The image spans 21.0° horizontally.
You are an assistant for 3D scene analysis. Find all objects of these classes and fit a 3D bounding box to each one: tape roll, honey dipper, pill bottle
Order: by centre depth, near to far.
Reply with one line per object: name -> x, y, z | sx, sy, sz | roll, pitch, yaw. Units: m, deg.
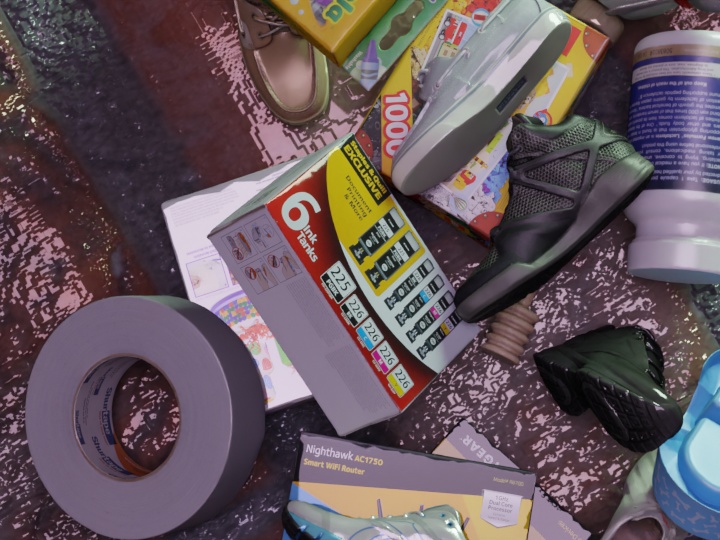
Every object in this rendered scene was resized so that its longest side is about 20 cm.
tape roll -> -0.182, 0.122, 1.631 | 0.199, 0.066, 0.202 | 0, 90, 23
pill bottle -> 0.281, -0.093, 1.645 | 0.115, 0.116, 0.202 | 6, 82, 3
honey dipper -> 0.160, -0.016, 1.682 | 0.038, 0.038, 0.201 | 23, 82, 5

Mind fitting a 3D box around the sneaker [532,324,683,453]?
sneaker -> 0.216, 0.084, 1.593 | 0.090, 0.200, 0.076 | -32, 112, -11

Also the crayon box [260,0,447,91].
crayon box -> -0.029, -0.266, 1.646 | 0.200, 0.052, 0.126 | 41, 88, 11

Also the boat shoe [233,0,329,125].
boat shoe -> -0.080, -0.226, 1.705 | 0.071, 0.065, 0.202 | -19, 82, 0

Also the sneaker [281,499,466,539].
sneaker -> 0.035, 0.218, 1.540 | 0.199, 0.075, 0.087 | 24, 70, 6

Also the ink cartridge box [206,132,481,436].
ink cartridge box -> 0.000, 0.000, 1.597 | 0.201, 0.084, 0.176 | 56, 46, -9

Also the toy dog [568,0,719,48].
toy dog -> 0.235, -0.256, 1.635 | 0.096, 0.199, 0.133 | 34, 59, -24

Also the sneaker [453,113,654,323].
sneaker -> 0.134, -0.051, 1.595 | 0.199, 0.076, 0.114 | -45, 77, 4

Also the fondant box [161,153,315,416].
fondant box -> -0.074, 0.018, 1.677 | 0.143, 0.058, 0.202 | -17, 81, 0

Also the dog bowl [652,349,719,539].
dog bowl -> 0.307, 0.144, 1.594 | 0.111, 0.050, 0.200 | 31, 44, 12

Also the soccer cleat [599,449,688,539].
soccer cleat -> 0.237, 0.207, 1.592 | 0.069, 0.078, 0.200 | 39, 51, 5

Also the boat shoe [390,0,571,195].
boat shoe -> 0.087, -0.151, 1.614 | 0.201, 0.070, 0.071 | -47, 66, -3

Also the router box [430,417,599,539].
router box -> 0.108, 0.249, 1.640 | 0.200, 0.052, 0.157 | 41, 86, 7

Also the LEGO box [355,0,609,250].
LEGO box -> 0.101, -0.144, 1.679 | 0.148, 0.077, 0.201 | 30, 85, 6

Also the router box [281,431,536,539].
router box -> 0.036, 0.223, 1.593 | 0.198, 0.051, 0.151 | 9, 83, 7
